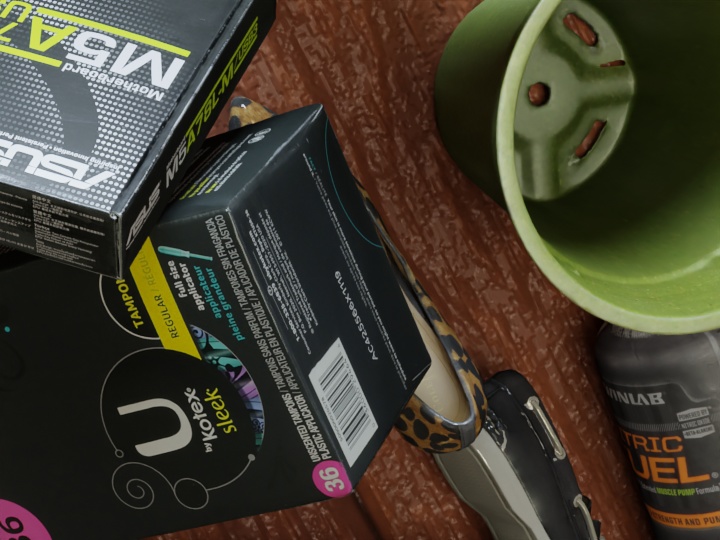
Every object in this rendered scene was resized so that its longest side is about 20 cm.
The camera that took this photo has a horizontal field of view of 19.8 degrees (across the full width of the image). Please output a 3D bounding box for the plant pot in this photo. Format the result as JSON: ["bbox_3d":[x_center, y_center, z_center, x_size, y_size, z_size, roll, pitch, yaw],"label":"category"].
[{"bbox_3d":[0.128,-0.084,1.065,0.199,0.190,0.201,-4,101,-18],"label":"plant pot"}]

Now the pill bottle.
[{"bbox_3d":[0.195,0.075,1.163,0.106,0.106,0.201,-24,106,-14],"label":"pill bottle"}]

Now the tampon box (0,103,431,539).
[{"bbox_3d":[-0.095,0.033,0.992,0.199,0.126,0.150,-16,108,27],"label":"tampon box"}]

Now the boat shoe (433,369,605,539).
[{"bbox_3d":[0.106,0.145,1.165,0.060,0.074,0.200,-40,114,-23],"label":"boat shoe"}]

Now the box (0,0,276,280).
[{"bbox_3d":[-0.161,-0.099,0.935,0.199,0.193,0.048,17,135,11],"label":"box"}]

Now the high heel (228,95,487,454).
[{"bbox_3d":[0.000,0.000,1.061,0.071,0.143,0.200,-33,109,-11],"label":"high heel"}]
